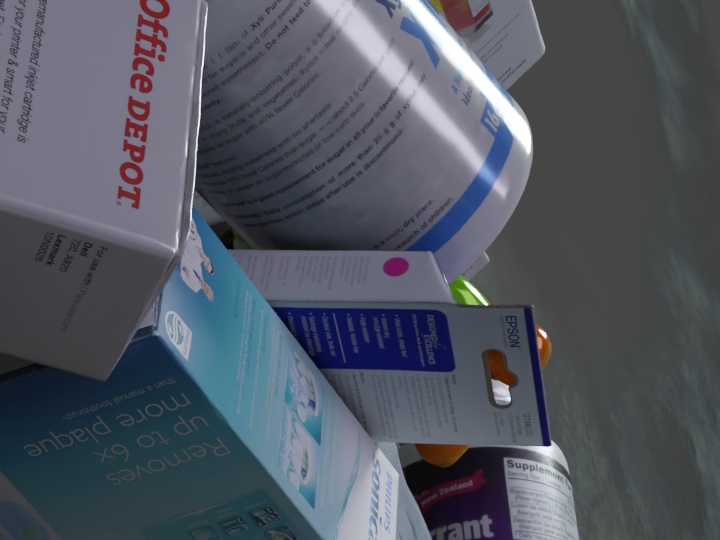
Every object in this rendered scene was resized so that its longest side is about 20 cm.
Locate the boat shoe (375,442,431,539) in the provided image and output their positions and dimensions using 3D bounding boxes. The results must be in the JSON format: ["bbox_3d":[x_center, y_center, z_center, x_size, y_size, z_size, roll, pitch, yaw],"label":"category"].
[{"bbox_3d":[-0.008,0.131,1.209,0.074,0.066,0.201,-61,144,-57],"label":"boat shoe"}]

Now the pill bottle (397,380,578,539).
[{"bbox_3d":[0.068,0.155,1.446,0.111,0.111,0.201,43,34,-51],"label":"pill bottle"}]

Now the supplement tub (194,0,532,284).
[{"bbox_3d":[-0.030,-0.085,1.097,0.200,0.131,0.132,46,31,-31],"label":"supplement tub"}]

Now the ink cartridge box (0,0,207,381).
[{"bbox_3d":[-0.165,-0.060,0.939,0.199,0.084,0.145,17,45,-16],"label":"ink cartridge box"}]

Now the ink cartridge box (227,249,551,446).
[{"bbox_3d":[-0.019,0.033,1.097,0.095,0.198,0.037,78,20,-47],"label":"ink cartridge box"}]

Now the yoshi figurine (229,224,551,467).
[{"bbox_3d":[0.000,0.007,1.253,0.200,0.112,0.113,42,46,-20],"label":"yoshi figurine"}]

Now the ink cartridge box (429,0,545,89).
[{"bbox_3d":[0.005,-0.176,1.302,0.145,0.083,0.200,43,-11,28],"label":"ink cartridge box"}]

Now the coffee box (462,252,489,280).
[{"bbox_3d":[-0.026,-0.067,1.362,0.114,0.080,0.200,33,-19,49],"label":"coffee box"}]

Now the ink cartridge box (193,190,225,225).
[{"bbox_3d":[-0.124,-0.108,1.119,0.162,0.057,0.202,-17,109,-50],"label":"ink cartridge box"}]

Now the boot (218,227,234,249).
[{"bbox_3d":[-0.050,0.081,1.267,0.166,0.072,0.201,-25,100,-71],"label":"boot"}]

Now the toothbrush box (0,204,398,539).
[{"bbox_3d":[-0.092,0.077,1.066,0.200,0.146,0.086,54,28,-40],"label":"toothbrush box"}]
